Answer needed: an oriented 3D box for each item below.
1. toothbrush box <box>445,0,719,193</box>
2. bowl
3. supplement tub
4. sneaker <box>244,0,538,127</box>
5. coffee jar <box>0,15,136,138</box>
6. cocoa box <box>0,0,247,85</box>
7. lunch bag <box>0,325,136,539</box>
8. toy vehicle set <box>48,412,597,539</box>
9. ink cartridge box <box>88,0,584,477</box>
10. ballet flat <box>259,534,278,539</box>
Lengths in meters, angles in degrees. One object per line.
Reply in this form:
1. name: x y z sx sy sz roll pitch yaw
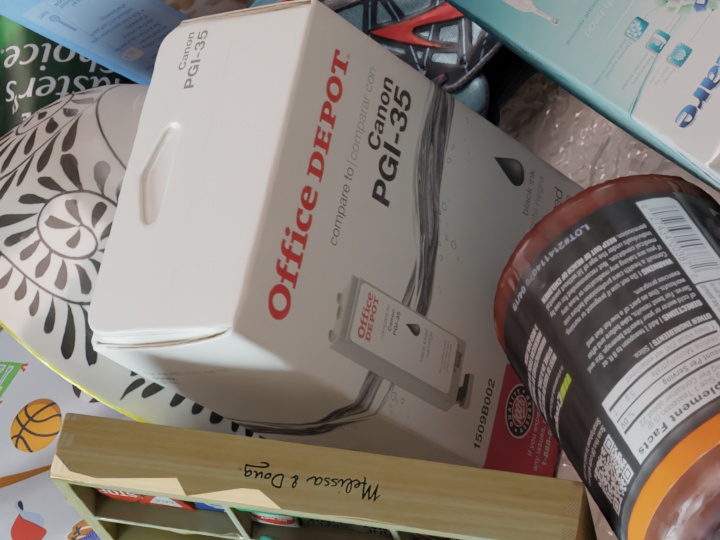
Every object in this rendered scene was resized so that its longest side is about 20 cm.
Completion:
1. toothbrush box: 0.138 -0.082 0.964 0.085 0.146 0.200 -54 41 6
2. bowl: -0.076 -0.023 1.085 0.094 0.201 0.201 -56 40 25
3. supplement tub: 0.133 0.061 0.918 0.107 0.107 0.200 -45 44 15
4. sneaker: 0.027 -0.098 1.102 0.200 0.079 0.096 -19 72 15
5. coffee jar: -0.151 -0.093 1.260 0.085 0.104 0.200 123 143 -68
6. cocoa box: -0.068 -0.193 1.147 0.200 0.133 0.131 -29 53 33
7. lunch bag: -0.130 0.111 1.134 0.200 0.124 0.170 -53 40 18
8. toy vehicle set: -0.009 0.099 0.955 0.200 0.124 0.027 7 69 13
9. ink cartridge box: 0.000 0.000 1.010 0.083 0.200 0.147 -5 64 42
10. ballet flat: 0.041 0.157 0.918 0.071 0.200 0.071 18 -90 -89
